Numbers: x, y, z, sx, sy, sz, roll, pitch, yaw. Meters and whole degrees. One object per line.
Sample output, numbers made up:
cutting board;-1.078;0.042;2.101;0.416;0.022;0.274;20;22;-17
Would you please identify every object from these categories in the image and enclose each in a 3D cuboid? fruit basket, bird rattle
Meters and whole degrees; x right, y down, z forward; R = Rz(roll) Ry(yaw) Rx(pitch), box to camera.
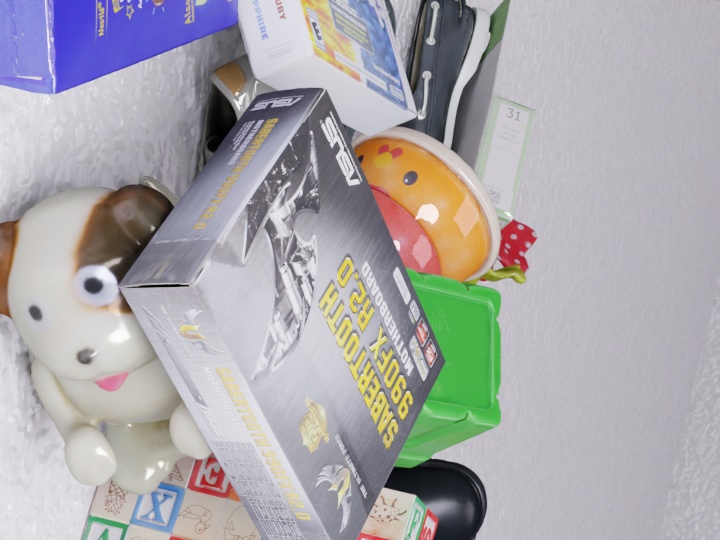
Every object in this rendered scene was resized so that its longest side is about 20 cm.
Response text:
fruit basket;-0.031;0.068;1.074;0.216;0.214;0.156;32;57;-68
bird rattle;0.110;-0.051;1.510;0.200;0.112;0.164;-48;125;-60

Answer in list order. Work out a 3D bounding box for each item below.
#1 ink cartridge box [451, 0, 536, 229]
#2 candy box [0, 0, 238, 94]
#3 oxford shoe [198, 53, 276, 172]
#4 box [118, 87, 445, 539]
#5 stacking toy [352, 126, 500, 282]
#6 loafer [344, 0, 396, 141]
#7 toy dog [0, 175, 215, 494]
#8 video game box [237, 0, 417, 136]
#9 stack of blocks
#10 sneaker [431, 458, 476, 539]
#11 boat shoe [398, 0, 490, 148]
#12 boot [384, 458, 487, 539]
ink cartridge box;0.101;-0.114;1.366;0.146;0.048;0.201;135;-27;-65
candy box;-0.135;-0.194;0.824;0.200;0.077;0.170;-39;135;-62
oxford shoe;-0.078;-0.054;1.070;0.057;0.075;0.201;-12;126;-24
box;-0.032;0.030;0.859;0.159;0.048;0.201;-60;137;-42
stacking toy;0.000;0.000;1.226;0.200;0.146;0.147;-47;143;-32
loafer;-0.031;-0.117;1.175;0.072;0.063;0.201;28;64;-24
toy dog;-0.115;0.022;0.888;0.200;0.139;0.195;43;46;-66
video game box;-0.035;-0.192;1.034;0.200;0.047;0.183;15;55;-70
stack of blocks;-0.067;0.175;0.979;0.059;0.199;0.116;54;50;-62
sneaker;0.004;0.157;1.233;0.070;0.200;0.082;-41;-174;36
boat shoe;0.050;-0.134;1.367;0.076;0.060;0.201;155;-48;-73
boot;-0.018;0.185;1.094;0.168;0.199;0.077;-30;112;-80
